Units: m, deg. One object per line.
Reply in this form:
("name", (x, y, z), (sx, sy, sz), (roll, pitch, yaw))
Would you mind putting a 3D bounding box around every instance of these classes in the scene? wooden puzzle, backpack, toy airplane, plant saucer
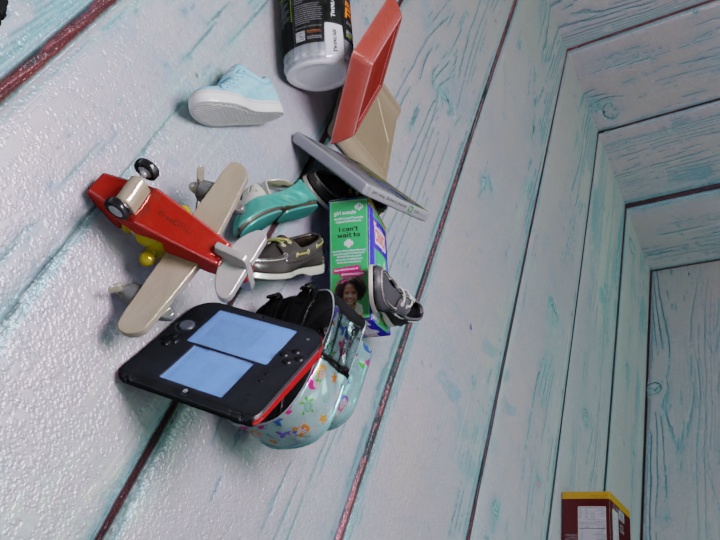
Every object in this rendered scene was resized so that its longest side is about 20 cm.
("wooden puzzle", (0.007, -0.290, 1.424), (0.185, 0.037, 0.202), (44, 50, -43))
("backpack", (-0.088, 0.144, 1.006), (0.151, 0.176, 0.201), (47, 47, -32))
("toy airplane", (-0.213, -0.032, 0.896), (0.198, 0.141, 0.201), (-12, 76, -25))
("plant saucer", (0.015, -0.340, 1.271), (0.201, 0.036, 0.201), (109, 6, -51))

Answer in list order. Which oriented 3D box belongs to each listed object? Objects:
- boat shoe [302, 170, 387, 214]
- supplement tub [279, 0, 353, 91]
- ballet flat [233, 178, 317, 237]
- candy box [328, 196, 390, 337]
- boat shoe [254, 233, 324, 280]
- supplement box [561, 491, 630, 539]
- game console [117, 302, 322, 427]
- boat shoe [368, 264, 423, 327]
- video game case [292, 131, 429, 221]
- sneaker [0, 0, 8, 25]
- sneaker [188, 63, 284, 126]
("boat shoe", (-0.024, -0.134, 1.282), (0.201, 0.060, 0.072), (23, 38, -55))
("supplement tub", (-0.075, -0.420, 1.250), (0.122, 0.121, 0.203), (11, 71, -55))
("ballet flat", (-0.140, -0.100, 1.116), (0.071, 0.067, 0.200), (54, 33, 6))
("candy box", (0.000, 0.000, 1.232), (0.169, 0.076, 0.203), (47, 38, -72))
("boat shoe", (-0.117, -0.022, 1.090), (0.201, 0.071, 0.061), (-11, 107, -64))
("supplement box", (0.642, 0.729, 2.002), (0.197, 0.132, 0.202), (43, 46, -43))
("game console", (-0.162, 0.104, 0.890), (0.177, 0.198, 0.031), (-42, 139, -54))
("boat shoe", (0.056, 0.039, 1.151), (0.200, 0.062, 0.074), (54, 34, -65))
("video game case", (0.001, -0.157, 1.243), (0.181, 0.200, 0.022), (17, 108, -50))
("sneaker", (-0.403, -0.245, 0.749), (0.088, 0.075, 0.201), (70, 34, -41))
("sneaker", (-0.190, -0.260, 1.078), (0.200, 0.073, 0.083), (-16, 85, -66))
